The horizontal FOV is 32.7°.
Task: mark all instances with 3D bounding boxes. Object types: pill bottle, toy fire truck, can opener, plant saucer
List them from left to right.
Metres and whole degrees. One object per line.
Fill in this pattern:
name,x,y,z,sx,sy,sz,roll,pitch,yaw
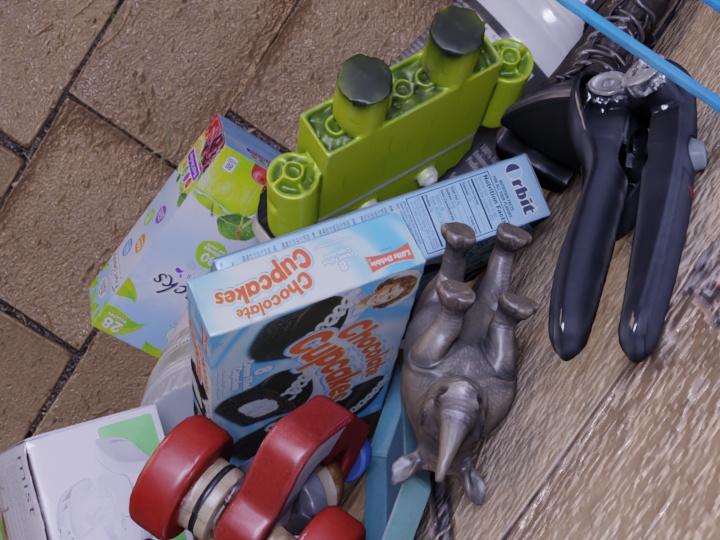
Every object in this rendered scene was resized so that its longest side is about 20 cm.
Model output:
toy fire truck,-0.054,0.153,0.691,0.201,0.112,0.168,-65,-14,19
plant saucer,0.020,0.110,0.681,0.200,0.019,0.071,-80,8,-79
pill bottle,0.085,-0.130,0.883,0.200,0.116,0.116,-42,8,8
can opener,0.118,-0.030,0.529,0.063,0.079,0.201,-11,31,22

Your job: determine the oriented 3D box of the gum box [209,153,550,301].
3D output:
gum box,0.000,0.000,0.775,0.198,0.045,0.170,-19,-10,-14

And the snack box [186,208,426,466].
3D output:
snack box,-0.035,0.046,0.681,0.115,0.037,0.200,-20,-24,-16

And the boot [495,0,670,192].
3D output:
boot,0.150,-0.140,0.729,0.175,0.069,0.200,-58,3,-4

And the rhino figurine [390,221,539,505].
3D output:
rhino figurine,0.050,0.048,0.603,0.200,0.059,0.088,-72,-1,-65

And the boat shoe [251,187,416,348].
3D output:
boat shoe,-0.013,-0.013,0.917,0.071,0.200,0.068,-3,-54,-42

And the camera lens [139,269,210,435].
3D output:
camera lens,-0.076,0.088,0.945,0.160,0.159,0.200,-54,9,29

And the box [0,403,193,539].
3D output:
box,-0.180,0.208,0.837,0.096,0.202,0.176,-13,-7,-29

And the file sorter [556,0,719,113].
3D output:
file sorter,0.173,-0.180,0.478,0.201,0.122,0.139,-60,7,-29

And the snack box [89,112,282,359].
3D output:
snack box,-0.109,-0.005,1.053,0.200,0.168,0.068,-50,30,19

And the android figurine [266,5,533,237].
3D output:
android figurine,0.020,-0.078,0.742,0.181,0.041,0.200,-30,-17,-17
